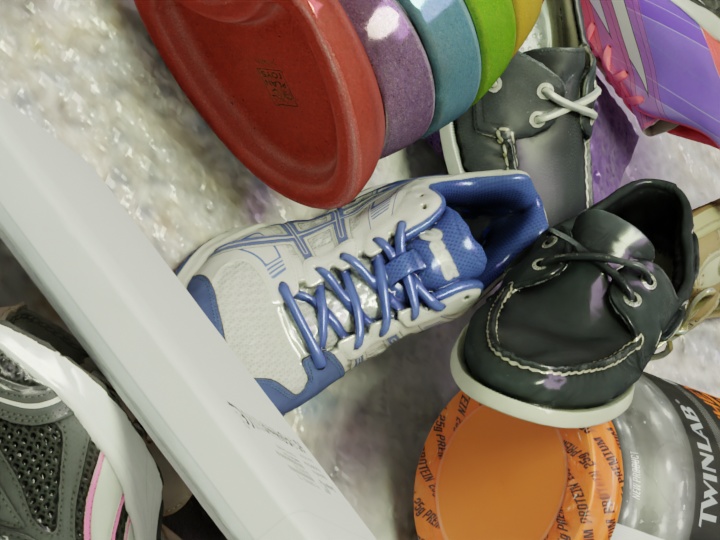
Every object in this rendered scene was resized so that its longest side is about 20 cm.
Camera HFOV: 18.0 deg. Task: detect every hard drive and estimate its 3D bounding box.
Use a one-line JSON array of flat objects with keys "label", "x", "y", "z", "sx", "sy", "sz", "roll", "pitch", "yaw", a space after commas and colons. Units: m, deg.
[{"label": "hard drive", "x": -0.062, "y": 0.031, "z": 0.759, "sx": 0.200, "sy": 0.027, "sz": 0.132, "roll": 52, "pitch": 2, "yaw": 17}]

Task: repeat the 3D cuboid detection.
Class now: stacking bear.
[{"label": "stacking bear", "x": 0.027, "y": -0.125, "z": 0.924, "sx": 0.200, "sy": 0.121, "sz": 0.114, "roll": -41, "pitch": 120, "yaw": -27}]

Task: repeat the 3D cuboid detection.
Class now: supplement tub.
[{"label": "supplement tub", "x": 0.123, "y": 0.108, "z": 0.967, "sx": 0.199, "sy": 0.122, "sz": 0.123, "roll": 19, "pitch": 58, "yaw": -44}]

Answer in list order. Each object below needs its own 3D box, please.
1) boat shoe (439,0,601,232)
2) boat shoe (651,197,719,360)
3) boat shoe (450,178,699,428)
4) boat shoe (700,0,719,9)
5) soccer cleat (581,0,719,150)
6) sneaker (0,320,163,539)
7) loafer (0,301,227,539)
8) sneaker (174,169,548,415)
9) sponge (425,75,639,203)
[{"label": "boat shoe", "x": 0.072, "y": -0.090, "z": 1.009, "sx": 0.075, "sy": 0.060, "sz": 0.201, "roll": -8, "pitch": 80, "yaw": -49}, {"label": "boat shoe", "x": 0.162, "y": 0.005, "z": 1.103, "sx": 0.200, "sy": 0.073, "sz": 0.063, "roll": -21, "pitch": 86, "yaw": -53}, {"label": "boat shoe", "x": 0.094, "y": 0.006, "z": 0.904, "sx": 0.199, "sy": 0.074, "sz": 0.066, "roll": -24, "pitch": 134, "yaw": -60}, {"label": "boat shoe", "x": 0.154, "y": -0.186, "z": 1.181, "sx": 0.200, "sy": 0.064, "sz": 0.071, "roll": 43, "pitch": 18, "yaw": -28}, {"label": "soccer cleat", "x": 0.137, "y": -0.109, "z": 1.098, "sx": 0.200, "sy": 0.073, "sz": 0.068, "roll": 40, "pitch": 12, "yaw": 30}, {"label": "sneaker", "x": -0.104, "y": 0.103, "z": 0.720, "sx": 0.086, "sy": 0.080, "sz": 0.201, "roll": -55, "pitch": 128, "yaw": -38}, {"label": "loafer", "x": -0.062, "y": 0.084, "z": 0.806, "sx": 0.200, "sy": 0.063, "sz": 0.072, "roll": 53, "pitch": 34, "yaw": -19}, {"label": "sneaker", "x": 0.000, "y": 0.000, "z": 0.905, "sx": 0.200, "sy": 0.088, "sz": 0.076, "roll": -34, "pitch": 100, "yaw": -50}, {"label": "sponge", "x": 0.053, "y": -0.101, "z": 1.064, "sx": 0.200, "sy": 0.030, "sz": 0.112, "roll": 51, "pitch": 42, "yaw": -21}]
